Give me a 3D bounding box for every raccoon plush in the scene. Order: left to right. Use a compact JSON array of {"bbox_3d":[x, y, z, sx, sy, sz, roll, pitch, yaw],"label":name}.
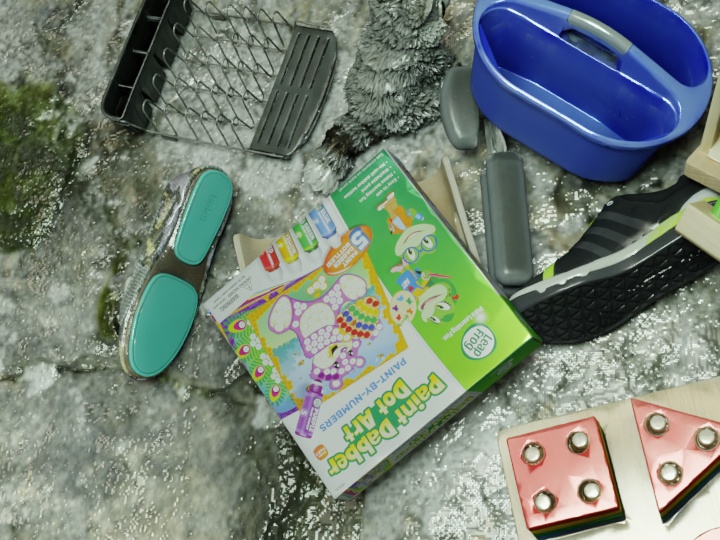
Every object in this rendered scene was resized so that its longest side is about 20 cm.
[{"bbox_3d":[0.016,-0.163,1.104,0.096,0.134,0.201,25,79,23],"label":"raccoon plush"}]

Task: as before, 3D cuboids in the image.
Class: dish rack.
[{"bbox_3d":[-0.125,-0.183,1.203,0.199,0.055,0.154,13,75,21],"label":"dish rack"}]

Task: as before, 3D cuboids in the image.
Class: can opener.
[{"bbox_3d":[0.107,-0.075,1.085,0.066,0.053,0.201,-6,68,-4],"label":"can opener"}]

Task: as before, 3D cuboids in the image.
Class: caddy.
[{"bbox_3d":[0.181,-0.166,1.040,0.199,0.105,0.142,32,67,9],"label":"caddy"}]

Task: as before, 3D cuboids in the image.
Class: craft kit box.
[{"bbox_3d":[0.005,0.042,1.025,0.200,0.048,0.198,-41,72,8],"label":"craft kit box"}]

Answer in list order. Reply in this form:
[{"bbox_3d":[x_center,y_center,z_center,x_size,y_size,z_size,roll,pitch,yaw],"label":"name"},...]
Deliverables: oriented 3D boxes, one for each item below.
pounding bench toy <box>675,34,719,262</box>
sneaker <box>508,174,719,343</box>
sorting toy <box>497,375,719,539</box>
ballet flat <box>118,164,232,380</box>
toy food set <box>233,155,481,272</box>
[{"bbox_3d":[0.312,-0.113,0.938,0.124,0.156,0.200,31,55,26],"label":"pounding bench toy"},{"bbox_3d":[0.204,-0.013,1.036,0.199,0.072,0.083,-25,43,5],"label":"sneaker"},{"bbox_3d":[0.210,0.184,0.944,0.198,0.070,0.201,-15,65,12],"label":"sorting toy"},{"bbox_3d":[-0.171,0.001,1.149,0.072,0.072,0.201,14,74,22],"label":"ballet flat"},{"bbox_3d":[0.000,0.000,1.088,0.199,0.060,0.144,-20,65,10],"label":"toy food set"}]
